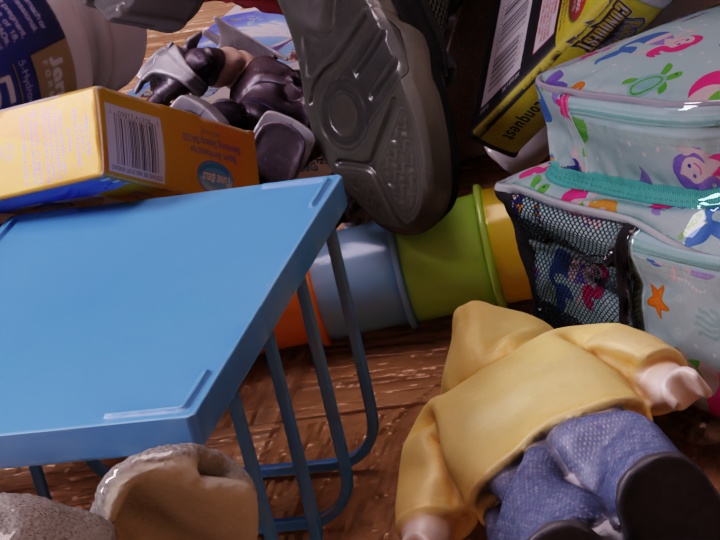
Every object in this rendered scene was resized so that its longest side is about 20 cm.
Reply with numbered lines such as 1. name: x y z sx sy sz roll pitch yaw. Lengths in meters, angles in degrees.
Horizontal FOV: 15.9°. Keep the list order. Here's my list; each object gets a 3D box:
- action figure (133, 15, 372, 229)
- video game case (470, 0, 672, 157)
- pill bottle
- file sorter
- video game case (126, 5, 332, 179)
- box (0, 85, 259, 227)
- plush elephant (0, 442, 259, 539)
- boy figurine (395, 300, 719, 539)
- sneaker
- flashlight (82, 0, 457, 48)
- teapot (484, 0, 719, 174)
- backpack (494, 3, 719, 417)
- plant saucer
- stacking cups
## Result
1. action figure: -0.051 -0.061 1.195 0.130 0.070 0.200 26 15 5
2. video game case: 0.112 -0.171 1.084 0.181 0.025 0.201 -45 27 52
3. pill bottle: -0.202 -0.095 1.262 0.119 0.120 0.200 5 27 39
4. file sorter: -0.082 0.065 0.923 0.138 0.123 0.200 -7 22 17
5. video game case: -0.025 -0.105 1.423 0.181 0.046 0.200 -4 23 26
6. box: -0.156 -0.029 1.064 0.199 0.042 0.119 -14 -12 27
7. plush elephant: -0.084 0.131 0.711 0.164 0.155 0.200 -20 23 -17
8. boy figurine: 0.062 0.066 0.915 0.124 0.065 0.200 -35 20 -1
9. sneaker: 0.023 -0.108 1.127 0.114 0.200 0.076 -1 -33 -36
10. flashlight: -0.040 -0.126 1.188 0.200 0.068 0.068 2 30 -46
11. teapot: 0.178 -0.120 1.217 0.199 0.146 0.198 17 46 -1
12. backpack: 0.168 -0.022 0.975 0.177 0.151 0.200 -22 27 -24
13. plant saucer: 0.080 -0.141 1.278 0.032 0.201 0.200 20 29 7
14. stacking cups: 0.000 0.000 1.125 0.199 0.061 0.061 -11 21 8
